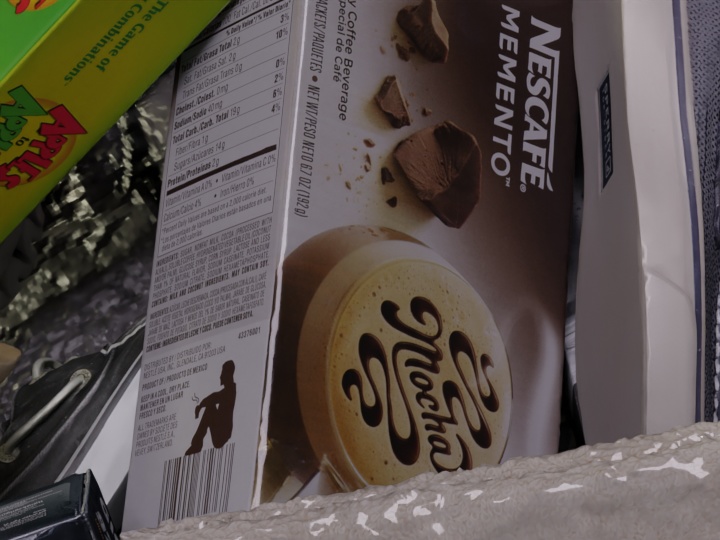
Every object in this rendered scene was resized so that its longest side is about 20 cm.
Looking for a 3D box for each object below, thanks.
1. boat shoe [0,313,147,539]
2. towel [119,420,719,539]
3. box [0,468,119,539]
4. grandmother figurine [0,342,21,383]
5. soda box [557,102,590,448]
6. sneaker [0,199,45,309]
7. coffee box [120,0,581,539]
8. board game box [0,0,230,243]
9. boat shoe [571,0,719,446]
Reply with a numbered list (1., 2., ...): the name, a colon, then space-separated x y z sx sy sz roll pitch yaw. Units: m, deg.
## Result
1. boat shoe: -0.089 0.057 0.843 0.063 0.071 0.200 29 69 24
2. towel: 0.037 0.117 0.690 0.199 0.034 0.133 -10 96 16
3. box: -0.144 0.167 0.740 0.199 0.160 0.046 -20 13 -2
4. grandmother figurine: -0.161 0.114 0.781 0.121 0.060 0.201 16 97 31
5. soda box: 0.090 -0.019 0.862 0.070 0.063 0.201 -12 56 2
6. sneaker: -0.141 -0.058 0.919 0.075 0.081 0.201 15 63 17
7. coffee box: 0.000 0.000 0.802 0.080 0.113 0.201 -19 60 52
8. board game box: -0.132 -0.067 0.837 0.200 0.047 0.102 -44 50 21
9. boat shoe: 0.117 -0.018 0.779 0.092 0.075 0.201 5 71 -11
